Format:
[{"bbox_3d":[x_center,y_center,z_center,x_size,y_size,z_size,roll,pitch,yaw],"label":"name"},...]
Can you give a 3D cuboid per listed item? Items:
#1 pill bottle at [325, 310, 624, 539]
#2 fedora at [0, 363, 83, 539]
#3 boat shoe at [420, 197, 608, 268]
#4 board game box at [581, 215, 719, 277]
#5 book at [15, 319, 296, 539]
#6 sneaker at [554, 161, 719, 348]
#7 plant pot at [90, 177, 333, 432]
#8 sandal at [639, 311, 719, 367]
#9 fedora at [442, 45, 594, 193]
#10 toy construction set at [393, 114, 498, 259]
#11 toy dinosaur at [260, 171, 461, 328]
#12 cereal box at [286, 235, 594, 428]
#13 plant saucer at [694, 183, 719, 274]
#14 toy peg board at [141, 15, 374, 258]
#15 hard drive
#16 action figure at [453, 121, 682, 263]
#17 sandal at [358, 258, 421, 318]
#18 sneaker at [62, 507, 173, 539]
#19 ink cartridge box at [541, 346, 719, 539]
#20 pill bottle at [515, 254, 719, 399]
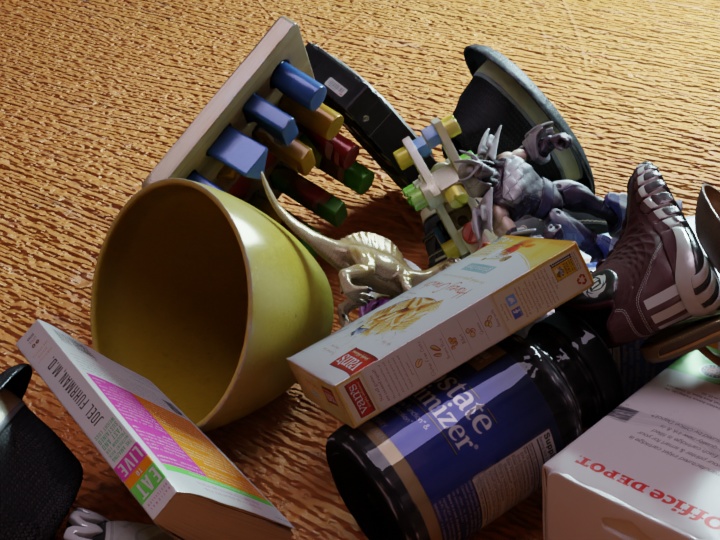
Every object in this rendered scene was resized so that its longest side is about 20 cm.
[{"bbox_3d":[0.084,0.113,1.001,0.199,0.113,0.112,-31,36,-19],"label":"pill bottle"},{"bbox_3d":[-0.253,0.167,0.989,0.091,0.201,0.201,31,33,-3],"label":"fedora"},{"bbox_3d":[0.156,-0.029,1.343,0.197,0.072,0.068,-2,66,-9],"label":"boat shoe"},{"bbox_3d":[0.257,0.008,1.272,0.197,0.035,0.135,-11,30,-11],"label":"board game box"},{"bbox_3d":[-0.148,0.120,1.002,0.048,0.133,0.200,-49,51,1],"label":"book"},{"bbox_3d":[0.191,-0.008,1.059,0.115,0.076,0.200,-30,19,13],"label":"sneaker"},{"bbox_3d":[-0.104,0.033,1.159,0.141,0.202,0.199,4,15,-46],"label":"plant pot"},{"bbox_3d":[0.297,0.047,1.002,0.197,0.055,0.080,-10,-3,-2],"label":"sandal"},{"bbox_3d":[0.139,-0.118,1.385,0.091,0.201,0.201,-41,36,-4],"label":"fedora"},{"bbox_3d":[0.094,-0.026,1.238,0.091,0.202,0.131,-14,-11,2],"label":"toy construction set"},{"bbox_3d":[0.000,0.000,1.134,0.198,0.058,0.102,19,41,-16],"label":"toy dinosaur"},{"bbox_3d":[0.053,0.038,1.021,0.199,0.040,0.144,-29,11,-13],"label":"cereal box"},{"bbox_3d":[0.330,0.016,1.138,0.032,0.200,0.201,-44,23,19],"label":"plant saucer"},{"bbox_3d":[-0.076,-0.083,1.285,0.097,0.200,0.201,32,74,19],"label":"toy peg board"},{"bbox_3d":[0.024,-0.130,1.400,0.038,0.200,0.140,-44,36,-1],"label":"hard drive"},{"bbox_3d":[0.163,-0.055,1.179,0.198,0.069,0.132,22,64,-17],"label":"action figure"},{"bbox_3d":[0.027,0.045,1.185,0.049,0.083,0.203,19,21,-25],"label":"sandal"},{"bbox_3d":[-0.160,0.226,0.922,0.080,0.076,0.201,3,29,-4],"label":"sneaker"},{"bbox_3d":[0.238,0.146,0.977,0.145,0.085,0.199,21,38,39],"label":"ink cartridge box"},{"bbox_3d":[0.181,0.051,1.129,0.197,0.113,0.112,-7,29,-2],"label":"pill bottle"}]
